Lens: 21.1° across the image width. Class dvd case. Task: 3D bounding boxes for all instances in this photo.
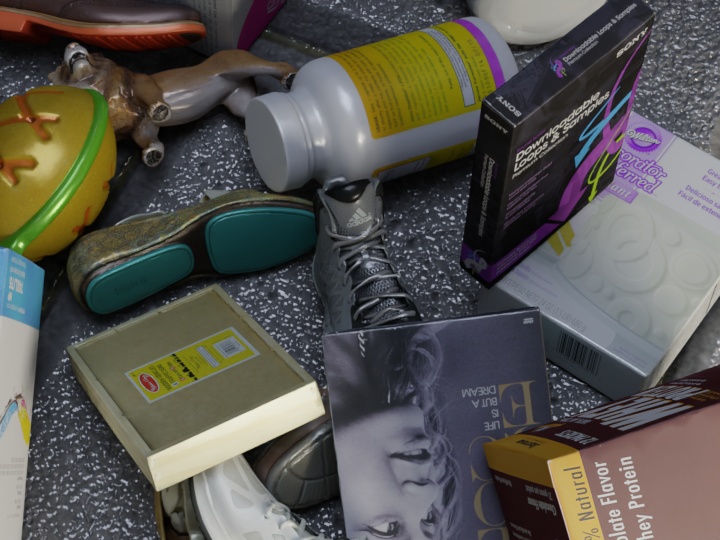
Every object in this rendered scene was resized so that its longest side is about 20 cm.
[{"bbox_3d":[0.058,0.132,1.301,0.148,0.016,0.201,-7,96,1],"label":"dvd case"}]

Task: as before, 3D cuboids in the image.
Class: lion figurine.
[{"bbox_3d":[-0.137,-0.140,1.519,0.199,0.073,0.123,-7,29,-23],"label":"lion figurine"}]

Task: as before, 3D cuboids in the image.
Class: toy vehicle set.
[{"bbox_3d":[-0.118,0.075,1.341,0.124,0.027,0.200,-23,27,-15],"label":"toy vehicle set"}]

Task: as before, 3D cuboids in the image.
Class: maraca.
[{"bbox_3d":[-0.252,-0.053,1.431,0.107,0.137,0.201,39,69,-29],"label":"maraca"}]

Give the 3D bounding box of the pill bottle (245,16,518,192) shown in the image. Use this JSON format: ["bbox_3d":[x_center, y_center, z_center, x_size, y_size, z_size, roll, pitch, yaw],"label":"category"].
[{"bbox_3d":[0.017,-0.121,1.474,0.199,0.104,0.105,-18,60,-23],"label":"pill bottle"}]

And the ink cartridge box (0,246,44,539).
[{"bbox_3d":[-0.299,0.086,1.281,0.146,0.146,0.201,4,84,0],"label":"ink cartridge box"}]

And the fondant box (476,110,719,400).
[{"bbox_3d":[0.201,-0.013,1.457,0.144,0.058,0.200,31,61,17],"label":"fondant box"}]

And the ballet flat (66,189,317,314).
[{"bbox_3d":[-0.126,-0.026,1.450,0.199,0.071,0.071,-19,61,-14],"label":"ballet flat"}]

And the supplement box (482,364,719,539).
[{"bbox_3d":[0.213,0.178,1.245,0.199,0.133,0.198,-17,94,-13],"label":"supplement box"}]

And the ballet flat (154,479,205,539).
[{"bbox_3d":[-0.105,0.184,1.316,0.068,0.063,0.201,-7,58,-5],"label":"ballet flat"}]

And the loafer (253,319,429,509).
[{"bbox_3d":[0.000,0.100,1.379,0.199,0.072,0.063,-30,47,-26],"label":"loafer"}]

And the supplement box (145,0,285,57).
[{"bbox_3d":[-0.161,-0.267,1.573,0.199,0.104,0.101,27,60,15],"label":"supplement box"}]

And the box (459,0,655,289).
[{"bbox_3d":[0.135,-0.089,1.351,0.143,0.200,0.036,-40,66,-23],"label":"box"}]

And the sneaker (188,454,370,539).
[{"bbox_3d":[-0.023,0.181,1.271,0.115,0.076,0.201,-35,82,22],"label":"sneaker"}]

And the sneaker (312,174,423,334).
[{"bbox_3d":[0.000,0.000,1.363,0.075,0.116,0.200,-14,36,-10],"label":"sneaker"}]

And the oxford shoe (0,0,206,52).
[{"bbox_3d":[-0.217,-0.215,1.534,0.199,0.071,0.073,7,86,10],"label":"oxford shoe"}]

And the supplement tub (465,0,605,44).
[{"bbox_3d":[0.125,-0.296,1.592,0.122,0.123,0.201,-10,59,-9],"label":"supplement tub"}]
